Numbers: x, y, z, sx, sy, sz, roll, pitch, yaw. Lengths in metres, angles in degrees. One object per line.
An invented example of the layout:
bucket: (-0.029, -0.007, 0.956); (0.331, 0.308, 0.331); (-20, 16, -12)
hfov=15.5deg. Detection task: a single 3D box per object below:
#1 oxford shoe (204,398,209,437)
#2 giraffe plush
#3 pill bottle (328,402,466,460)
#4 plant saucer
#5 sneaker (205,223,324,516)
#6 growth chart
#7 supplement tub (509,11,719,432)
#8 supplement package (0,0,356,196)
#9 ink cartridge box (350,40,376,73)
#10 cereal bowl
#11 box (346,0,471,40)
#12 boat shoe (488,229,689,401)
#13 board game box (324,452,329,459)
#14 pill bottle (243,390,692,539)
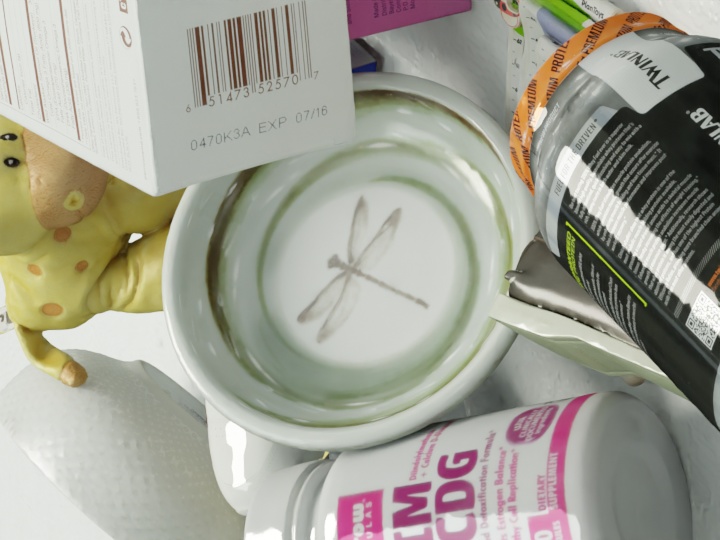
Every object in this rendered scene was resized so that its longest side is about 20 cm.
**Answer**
oxford shoe: (-0.058, 0.036, 1.496); (0.073, 0.071, 0.201); (125, 156, -53)
giraffe plush: (-0.186, -0.046, 1.578); (0.173, 0.200, 0.162); (56, -175, 35)
pill bottle: (0.028, 0.161, 1.429); (0.112, 0.112, 0.201); (16, 117, 58)
plant saucer: (0.000, 0.000, 1.327); (0.201, 0.200, 0.050); (57, -175, 29)
sneaker: (-0.059, 0.030, 1.392); (0.076, 0.080, 0.201); (-15, 59, 32)
growth chart: (0.103, -0.054, 1.283); (0.145, 0.018, 0.201); (34, 133, 50)
supplement tub: (0.154, -0.015, 1.095); (0.200, 0.122, 0.123); (49, 143, 38)
supplement package: (-0.104, -0.126, 1.314); (0.200, 0.116, 0.118); (28, 129, 54)
ink cartridge box: (-0.061, -0.124, 1.517); (0.200, 0.044, 0.094); (45, 142, 43)
cereal bowl: (-0.133, 0.117, 1.672); (0.200, 0.083, 0.200); (40, -178, -2)
box: (-0.041, -0.225, 1.373); (0.200, 0.096, 0.177); (25, 126, 56)
boat shoe: (0.145, 0.025, 1.189); (0.201, 0.072, 0.061); (21, 83, 41)
board game box: (-0.013, 0.111, 1.562); (0.135, 0.034, 0.201); (12, 114, 59)
pill bottle: (0.050, 0.129, 1.283); (0.199, 0.113, 0.114); (-13, 93, 31)
